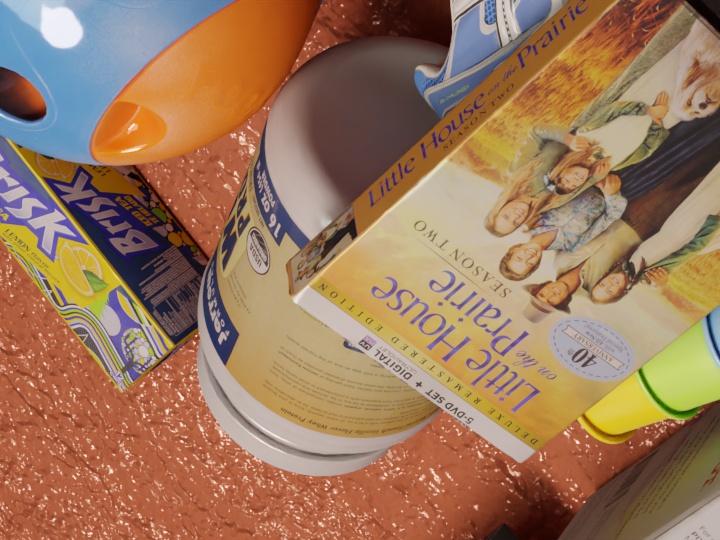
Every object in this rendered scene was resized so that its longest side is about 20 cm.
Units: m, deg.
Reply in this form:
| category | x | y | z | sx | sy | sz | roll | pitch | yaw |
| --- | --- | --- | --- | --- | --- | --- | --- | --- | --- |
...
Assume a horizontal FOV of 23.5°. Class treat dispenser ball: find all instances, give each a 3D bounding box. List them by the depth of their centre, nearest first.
| category | x | y | z | sx | sy | sz | roll | pitch | yaw |
| --- | --- | --- | --- | --- | --- | --- | --- | --- | --- |
| treat dispenser ball | -0.113 | -0.149 | 0.786 | 0.200 | 0.201 | 0.202 | 19 | 126 | 28 |

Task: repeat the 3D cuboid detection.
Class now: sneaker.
| category | x | y | z | sx | sy | sz | roll | pitch | yaw |
| --- | --- | --- | --- | --- | --- | --- | --- | --- | --- |
| sneaker | 0.080 | -0.127 | 0.718 | 0.077 | 0.075 | 0.201 | 42 | 124 | 24 |

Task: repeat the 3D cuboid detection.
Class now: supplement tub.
| category | x | y | z | sx | sy | sz | roll | pitch | yaw |
| --- | --- | --- | --- | --- | --- | --- | --- | --- | --- |
| supplement tub | 0.000 | 0.000 | 0.855 | 0.144 | 0.144 | 0.200 | 40 | 140 | 11 |

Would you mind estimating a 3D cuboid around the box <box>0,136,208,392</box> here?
| category | x | y | z | sx | sy | sz | roll | pitch | yaw |
| --- | --- | --- | --- | --- | --- | --- | --- | --- | --- |
| box | -0.169 | -0.033 | 1.030 | 0.200 | 0.064 | 0.070 | 52 | 134 | 1 |

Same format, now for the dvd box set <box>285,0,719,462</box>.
| category | x | y | z | sx | sy | sz | roll | pitch | yaw |
| --- | --- | --- | --- | --- | --- | --- | --- | --- | --- |
| dvd box set | 0.088 | -0.020 | 0.714 | 0.146 | 0.030 | 0.200 | 37 | 115 | -27 |

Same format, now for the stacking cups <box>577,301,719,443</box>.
| category | x | y | z | sx | sy | sz | roll | pitch | yaw |
| --- | --- | --- | --- | --- | --- | --- | --- | --- | --- |
| stacking cups | 0.181 | 0.026 | 0.747 | 0.199 | 0.060 | 0.061 | -21 | 103 | 41 |

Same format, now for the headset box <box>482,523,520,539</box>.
| category | x | y | z | sx | sy | sz | roll | pitch | yaw |
| --- | --- | --- | --- | --- | --- | --- | --- | --- | --- |
| headset box | 0.081 | 0.238 | 0.963 | 0.149 | 0.075 | 0.200 | 45 | 149 | 6 |

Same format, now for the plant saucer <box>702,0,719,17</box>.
| category | x | y | z | sx | sy | sz | roll | pitch | yaw |
| --- | --- | --- | --- | --- | --- | --- | --- | --- | --- |
| plant saucer | 0.174 | -0.077 | 0.756 | 0.200 | 0.039 | 0.203 | 19 | 126 | 27 |

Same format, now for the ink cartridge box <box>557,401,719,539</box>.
| category | x | y | z | sx | sy | sz | roll | pitch | yaw |
| --- | --- | --- | --- | --- | --- | --- | --- | --- | --- |
| ink cartridge box | 0.163 | 0.133 | 0.816 | 0.083 | 0.146 | 0.200 | 46 | 135 | 2 |
